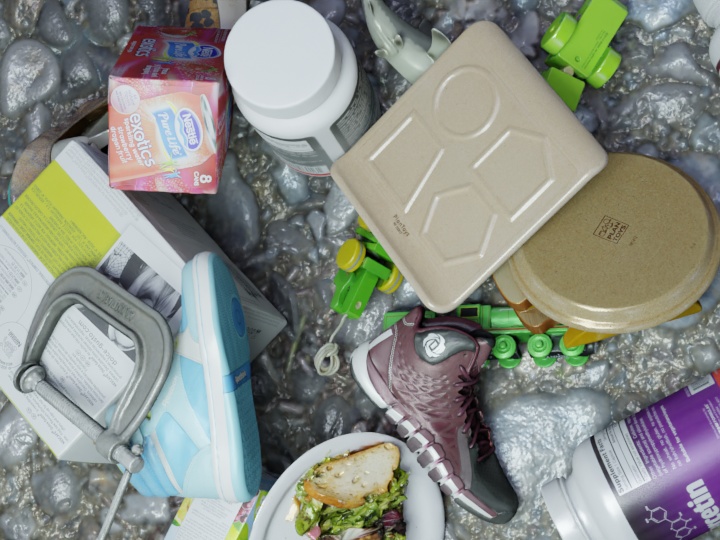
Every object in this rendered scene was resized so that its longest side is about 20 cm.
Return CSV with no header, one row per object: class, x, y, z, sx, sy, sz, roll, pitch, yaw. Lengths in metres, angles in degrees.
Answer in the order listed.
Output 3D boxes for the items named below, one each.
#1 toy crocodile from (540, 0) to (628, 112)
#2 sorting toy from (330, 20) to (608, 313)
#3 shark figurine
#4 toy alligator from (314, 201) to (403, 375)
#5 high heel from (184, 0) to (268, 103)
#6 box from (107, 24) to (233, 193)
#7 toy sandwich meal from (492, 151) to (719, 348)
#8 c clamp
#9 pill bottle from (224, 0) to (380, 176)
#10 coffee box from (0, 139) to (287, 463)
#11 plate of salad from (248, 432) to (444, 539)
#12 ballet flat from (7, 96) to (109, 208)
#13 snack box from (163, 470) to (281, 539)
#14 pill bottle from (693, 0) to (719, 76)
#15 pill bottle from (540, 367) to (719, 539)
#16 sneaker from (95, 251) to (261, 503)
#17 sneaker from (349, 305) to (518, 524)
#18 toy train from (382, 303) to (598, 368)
toy crocodile,0.177,-0.164,1.346,0.067,0.062,0.201,30,81,-12
sorting toy,0.092,-0.090,1.306,0.200,0.036,0.186,-42,63,13
shark figurine,0.048,-0.225,1.376,0.128,0.215,0.090,-26,29,34
toy alligator,0.000,0.000,1.376,0.201,0.059,0.054,-61,31,-1
high heel,-0.156,-0.233,1.475,0.201,0.071,0.143,-59,41,17
box,-0.163,-0.146,1.321,0.095,0.200,0.100,3,111,-2
toy sandwich meal,0.212,-0.014,1.297,0.204,0.070,0.206,-6,56,8
c clamp,-0.220,0.092,1.196,0.200,0.027,0.172,37,100,41
pill bottle,-0.051,-0.162,1.336,0.113,0.200,0.115,-2,79,9
coffee box,-0.223,0.037,1.355,0.198,0.200,0.200,-46,72,5
plate of salad,-0.005,0.237,1.269,0.048,0.199,0.201,17,84,55
ballet flat,-0.263,-0.113,1.407,0.067,0.200,0.068,-16,119,27
snack box,-0.120,0.271,1.297,0.067,0.169,0.201,24,87,24
pill bottle,0.367,-0.169,1.264,0.113,0.113,0.201,-29,74,9
pill bottle,0.254,0.167,1.236,0.199,0.112,0.113,-30,73,10
sneaker,-0.155,0.090,1.200,0.130,0.080,0.202,-7,88,13
sneaker,0.091,0.115,1.288,0.115,0.076,0.200,-43,88,18
toy train,0.112,0.057,1.338,0.199,0.042,0.057,-3,68,16
